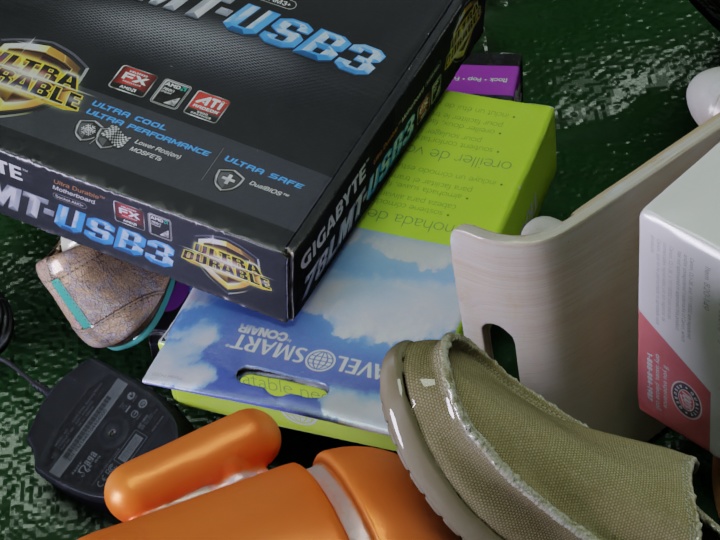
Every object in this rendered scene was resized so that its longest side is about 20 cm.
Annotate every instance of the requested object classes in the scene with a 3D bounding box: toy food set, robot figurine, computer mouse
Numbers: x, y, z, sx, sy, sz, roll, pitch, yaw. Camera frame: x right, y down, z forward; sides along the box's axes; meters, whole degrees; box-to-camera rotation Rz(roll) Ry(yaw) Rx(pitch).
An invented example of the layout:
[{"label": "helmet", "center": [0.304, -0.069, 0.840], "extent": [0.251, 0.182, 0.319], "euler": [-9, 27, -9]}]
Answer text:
[{"label": "toy food set", "center": [0.124, -0.012, 1.047], "extent": [0.200, 0.144, 0.060], "euler": [-33, 47, -23]}, {"label": "robot figurine", "center": [-0.036, 0.138, 0.938], "extent": [0.200, 0.117, 0.144], "euler": [-19, 32, -14]}, {"label": "computer mouse", "center": [-0.140, 0.055, 1.097], "extent": [0.200, 0.034, 0.059], "euler": [30, 77, 37]}]

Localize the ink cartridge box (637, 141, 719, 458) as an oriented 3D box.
[{"label": "ink cartridge box", "center": [0.203, 0.044, 0.949], "extent": [0.200, 0.117, 0.067], "euler": [32, 56, 31]}]

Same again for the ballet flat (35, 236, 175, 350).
[{"label": "ballet flat", "center": [-0.100, -0.054, 1.134], "extent": [0.068, 0.067, 0.200], "euler": [-27, 33, 33]}]

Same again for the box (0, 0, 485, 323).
[{"label": "box", "center": [-0.073, -0.089, 1.090], "extent": [0.200, 0.050, 0.199], "euler": [20, 52, 17]}]

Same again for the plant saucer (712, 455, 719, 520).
[{"label": "plant saucer", "center": [0.245, 0.075, 1.021], "extent": [0.200, 0.038, 0.200], "euler": [-4, 45, 4]}]

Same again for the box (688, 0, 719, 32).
[{"label": "box", "center": [0.212, -0.130, 1.125], "extent": [0.158, 0.200, 0.048], "euler": [24, 90, 28]}]

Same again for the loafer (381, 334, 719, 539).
[{"label": "loafer", "center": [0.091, 0.088, 0.922], "extent": [0.067, 0.200, 0.076], "euler": [-42, 16, 22]}]

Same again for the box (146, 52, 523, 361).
[{"label": "box", "center": [-0.007, -0.028, 1.156], "extent": [0.143, 0.036, 0.200], "euler": [3, 44, 12]}]

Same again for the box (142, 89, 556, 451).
[{"label": "box", "center": [0.000, 0.000, 1.069], "extent": [0.122, 0.048, 0.200], "euler": [10, 48, 18]}]
